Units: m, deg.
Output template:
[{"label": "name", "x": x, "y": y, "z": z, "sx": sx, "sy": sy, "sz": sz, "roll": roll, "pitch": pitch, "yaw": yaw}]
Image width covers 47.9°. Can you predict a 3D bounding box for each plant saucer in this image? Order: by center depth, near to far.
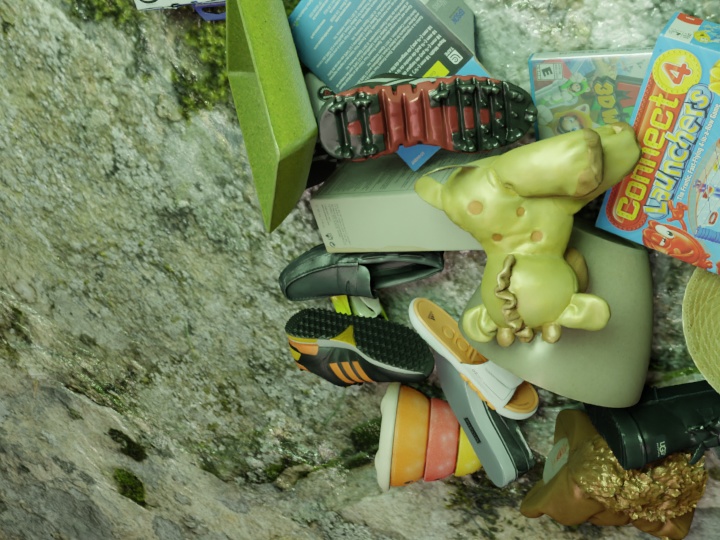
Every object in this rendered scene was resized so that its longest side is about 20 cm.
[{"label": "plant saucer", "x": -0.087, "y": -0.163, "z": 0.793, "sx": 0.200, "sy": 0.047, "sz": 0.202, "roll": 117, "pitch": 139, "yaw": -71}]

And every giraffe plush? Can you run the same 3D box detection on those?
[{"label": "giraffe plush", "x": 0.151, "y": -0.023, "z": 0.701, "sx": 0.172, "sy": 0.198, "sz": 0.164, "roll": -9, "pitch": 97, "yaw": 63}]

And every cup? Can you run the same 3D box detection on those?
[{"label": "cup", "x": 0.217, "y": 0.026, "z": 0.827, "sx": 0.199, "sy": 0.200, "sz": 0.145, "roll": 23, "pitch": 106, "yaw": 12}]

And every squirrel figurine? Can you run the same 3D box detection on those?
[{"label": "squirrel figurine", "x": 0.320, "y": 0.259, "z": 0.950, "sx": 0.185, "sy": 0.142, "sz": 0.200, "roll": 28, "pitch": 160, "yaw": -3}]

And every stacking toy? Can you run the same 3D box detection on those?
[{"label": "stacking toy", "x": 0.123, "y": 0.230, "z": 1.088, "sx": 0.198, "sy": 0.147, "sz": 0.147, "roll": 6, "pitch": 130, "yaw": 6}]

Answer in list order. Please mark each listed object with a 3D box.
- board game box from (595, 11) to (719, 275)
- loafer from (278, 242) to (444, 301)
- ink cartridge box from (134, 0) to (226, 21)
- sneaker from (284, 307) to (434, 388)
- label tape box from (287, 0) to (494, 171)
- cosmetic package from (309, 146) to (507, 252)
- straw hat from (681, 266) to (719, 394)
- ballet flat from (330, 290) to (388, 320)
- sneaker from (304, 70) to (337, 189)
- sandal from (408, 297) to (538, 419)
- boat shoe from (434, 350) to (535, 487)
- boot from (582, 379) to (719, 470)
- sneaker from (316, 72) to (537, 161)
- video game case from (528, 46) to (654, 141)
[{"label": "board game box", "x": 0.327, "y": -0.093, "z": 0.699, "sx": 0.194, "sy": 0.056, "sz": 0.201, "roll": 24, "pitch": 134, "yaw": 20}, {"label": "loafer", "x": 0.000, "y": 0.000, "z": 0.940, "sx": 0.199, "sy": 0.071, "sz": 0.068, "roll": -16, "pitch": 143, "yaw": 7}, {"label": "ink cartridge box", "x": -0.181, "y": -0.345, "z": 0.818, "sx": 0.135, "sy": 0.076, "sz": 0.202, "roll": 4, "pitch": 125, "yaw": 28}, {"label": "sneaker", "x": 0.001, "y": 0.110, "z": 1.002, "sx": 0.198, "sy": 0.070, "sz": 0.091, "roll": 13, "pitch": 131, "yaw": 24}, {"label": "label tape box", "x": 0.035, "y": -0.220, "z": 0.802, "sx": 0.200, "sy": 0.063, "sz": 0.144, "roll": 43, "pitch": 135, "yaw": -8}, {"label": "cosmetic package", "x": 0.057, "y": -0.076, "z": 0.877, "sx": 0.198, "sy": 0.104, "sz": 0.074, "roll": 1, "pitch": 125, "yaw": 31}, {"label": "straw hat", "x": 0.413, "y": 0.057, "z": 0.784, "sx": 0.199, "sy": 0.203, "sz": 0.085, "roll": 13, "pitch": 173, "yaw": 20}, {"label": "ballet flat", "x": 0.009, "y": 0.064, "z": 1.039, "sx": 0.067, "sy": 0.067, "sz": 0.201, "roll": 5, "pitch": 127, "yaw": 48}, {"label": "sneaker", "x": -0.066, "y": -0.152, "z": 0.918, "sx": 0.200, "sy": 0.073, "sz": 0.089, "roll": -41, "pitch": 66, "yaw": 57}, {"label": "sandal", "x": 0.148, "y": 0.098, "z": 0.980, "sx": 0.206, "sy": 0.079, "sz": 0.059, "roll": 40, "pitch": 127, "yaw": -7}, {"label": "boat shoe", "x": 0.162, "y": 0.170, "z": 1.034, "sx": 0.201, "sy": 0.068, "sz": 0.074, "roll": 63, "pitch": 157, "yaw": 11}, {"label": "boot", "x": 0.337, "y": 0.141, "z": 0.883, "sx": 0.161, "sy": 0.199, "sz": 0.074, "roll": -10, "pitch": 114, "yaw": 0}, {"label": "sneaker", "x": 0.060, "y": -0.149, "z": 0.754, "sx": 0.198, "sy": 0.098, "sz": 0.072, "roll": -4, "pitch": 114, "yaw": 4}, {"label": "video game case", "x": 0.263, "y": -0.139, "z": 0.766, "sx": 0.198, "sy": 0.018, "sz": 0.144, "roll": 4, "pitch": 126, "yaw": 27}]
